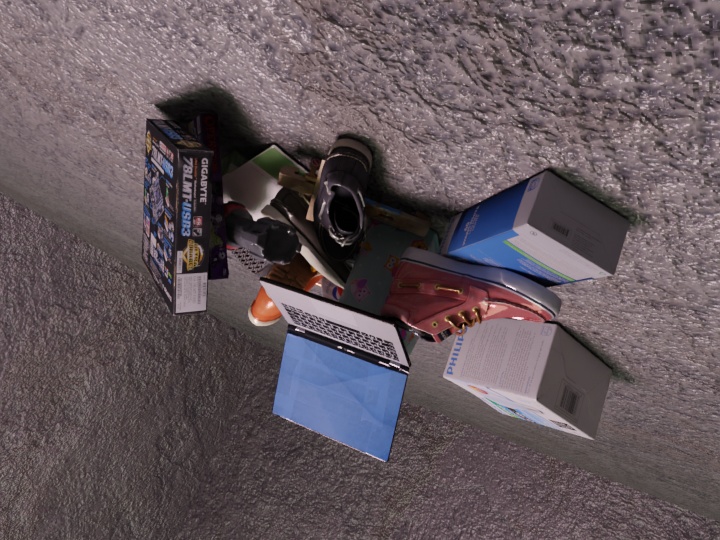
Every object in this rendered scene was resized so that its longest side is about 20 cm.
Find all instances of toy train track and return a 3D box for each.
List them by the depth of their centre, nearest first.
[{"bbox_3d":[-0.005,-0.093,0.764,0.196,0.033,0.115,20,145,-5],"label":"toy train track"}]

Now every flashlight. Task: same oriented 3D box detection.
[{"bbox_3d":[-0.140,-0.048,0.791,0.198,0.068,0.069,19,144,54],"label":"flashlight"}]

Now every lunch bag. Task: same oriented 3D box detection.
[{"bbox_3d":[0.046,0.045,0.880,0.119,0.173,0.201,18,162,17],"label":"lunch bag"}]

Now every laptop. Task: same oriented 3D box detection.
[{"bbox_3d":[-0.042,0.128,0.769,0.183,0.118,0.201,16,155,21],"label":"laptop"}]

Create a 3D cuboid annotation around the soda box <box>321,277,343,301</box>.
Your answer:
[{"bbox_3d":[-0.037,0.075,1.119,0.062,0.070,0.201,-5,158,-4],"label":"soda box"}]

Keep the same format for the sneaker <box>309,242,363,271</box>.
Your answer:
[{"bbox_3d":[0.000,0.000,0.993,0.197,0.079,0.078,29,163,-21],"label":"sneaker"}]

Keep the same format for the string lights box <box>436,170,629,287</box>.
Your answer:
[{"bbox_3d":[0.169,-0.029,0.646,0.101,0.060,0.200,28,166,-12],"label":"string lights box"}]

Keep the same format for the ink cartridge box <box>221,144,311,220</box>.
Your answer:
[{"bbox_3d":[-0.130,-0.114,0.876,0.198,0.049,0.145,-23,137,38],"label":"ink cartridge box"}]

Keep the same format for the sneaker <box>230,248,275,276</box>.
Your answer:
[{"bbox_3d":[-0.195,-0.085,1.021,0.200,0.093,0.070,48,126,-1],"label":"sneaker"}]

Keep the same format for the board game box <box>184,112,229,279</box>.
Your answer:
[{"bbox_3d":[-0.206,-0.090,0.801,0.032,0.206,0.119,-4,-179,-33],"label":"board game box"}]

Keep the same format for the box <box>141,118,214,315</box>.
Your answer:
[{"bbox_3d":[-0.239,-0.076,0.786,0.049,0.203,0.199,-2,-158,-30],"label":"box"}]

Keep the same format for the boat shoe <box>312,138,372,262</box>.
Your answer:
[{"bbox_3d":[-0.027,-0.063,0.727,0.071,0.064,0.202,13,146,1],"label":"boat shoe"}]

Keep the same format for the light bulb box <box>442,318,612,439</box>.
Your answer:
[{"bbox_3d":[0.283,0.176,1.044,0.197,0.127,0.198,34,162,-33],"label":"light bulb box"}]

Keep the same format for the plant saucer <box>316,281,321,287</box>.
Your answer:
[{"bbox_3d":[-0.075,-0.008,1.168,0.196,0.038,0.201,24,166,6],"label":"plant saucer"}]

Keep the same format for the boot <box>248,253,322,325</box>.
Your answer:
[{"bbox_3d":[-0.112,0.015,1.003,0.075,0.200,0.108,42,127,3],"label":"boot"}]

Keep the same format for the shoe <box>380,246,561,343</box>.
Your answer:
[{"bbox_3d":[0.116,0.044,0.682,0.197,0.093,0.071,17,165,32],"label":"shoe"}]

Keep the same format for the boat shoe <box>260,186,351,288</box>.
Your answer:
[{"bbox_3d":[-0.059,-0.042,0.862,0.071,0.061,0.202,28,166,44],"label":"boat shoe"}]
